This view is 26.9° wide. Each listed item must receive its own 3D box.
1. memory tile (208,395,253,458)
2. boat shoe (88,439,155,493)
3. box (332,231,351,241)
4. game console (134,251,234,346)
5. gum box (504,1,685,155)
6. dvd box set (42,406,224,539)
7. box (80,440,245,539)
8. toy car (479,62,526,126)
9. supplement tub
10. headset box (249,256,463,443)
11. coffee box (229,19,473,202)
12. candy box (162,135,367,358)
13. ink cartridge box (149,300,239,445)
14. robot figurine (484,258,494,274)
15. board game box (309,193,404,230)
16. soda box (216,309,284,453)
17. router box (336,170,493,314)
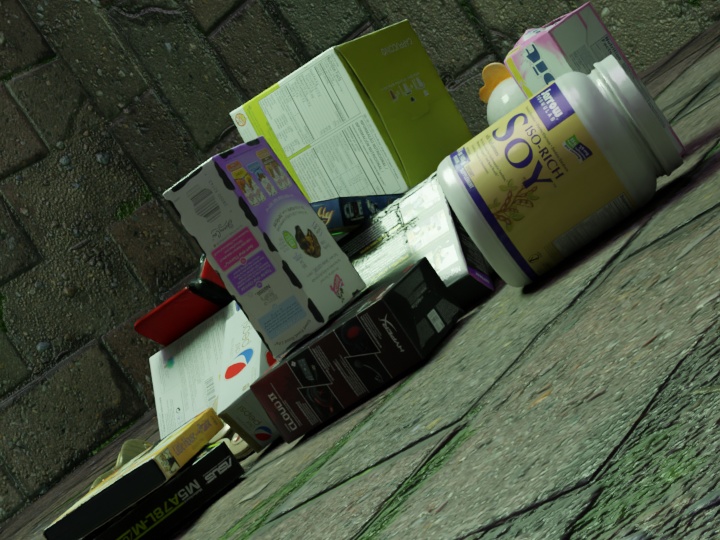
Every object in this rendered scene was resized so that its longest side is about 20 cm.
[{"bbox_3d":[-0.105,0.144,1.706,0.199,0.017,0.154,-35,24,28],"label":"memory tile"},{"bbox_3d":[-0.287,0.278,1.824,0.200,0.071,0.068,-66,-3,-69],"label":"boat shoe"},{"bbox_3d":[0.000,0.000,1.851,0.198,0.099,0.124,-10,0,-6],"label":"box"},{"bbox_3d":[-0.177,0.028,1.979,0.118,0.199,0.174,-1,69,38],"label":"game console"},{"bbox_3d":[0.245,-0.181,1.611,0.066,0.201,0.113,-35,4,-21],"label":"gum box"},{"bbox_3d":[-0.228,0.211,1.538,0.146,0.030,0.200,-34,1,15],"label":"dvd box set"},{"bbox_3d":[-0.226,0.255,1.565,0.192,0.048,0.200,-34,1,-21],"label":"box"},{"bbox_3d":[0.213,-0.178,1.965,0.176,0.201,0.184,-32,3,45],"label":"toy car"},{"bbox_3d":[0.188,-0.094,1.418,0.199,0.146,0.145,-35,3,10],"label":"supplement tub"},{"bbox_3d":[-0.010,0.084,1.515,0.199,0.075,0.149,-34,2,26],"label":"headset box"},{"bbox_3d":[-0.005,-0.179,1.945,0.197,0.201,0.199,-28,2,36],"label":"coffee box"},{"bbox_3d":[-0.094,-0.028,1.551,0.071,0.201,0.168,-34,1,19],"label":"candy box"},{"bbox_3d":[-0.170,0.133,1.912,0.199,0.138,0.076,-34,-37,30],"label":"ink cartridge box"},{"bbox_3d":[0.127,-0.050,1.726,0.199,0.113,0.170,-35,28,1],"label":"robot figurine"},{"bbox_3d":[-0.042,-0.061,1.756,0.134,0.035,0.200,-10,0,23],"label":"board game box"},{"bbox_3d":[-0.110,0.109,1.663,0.063,0.068,0.201,-38,23,17],"label":"soda box"},{"bbox_3d":[0.037,0.007,1.638,0.199,0.051,0.150,-34,47,24],"label":"router box"}]
